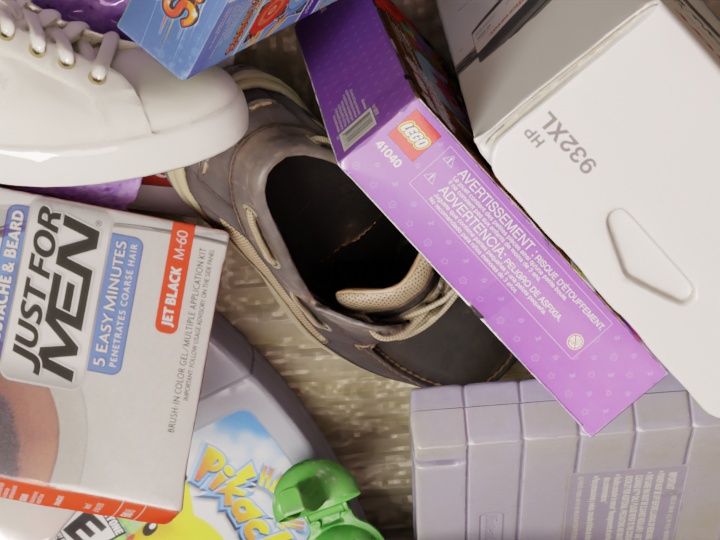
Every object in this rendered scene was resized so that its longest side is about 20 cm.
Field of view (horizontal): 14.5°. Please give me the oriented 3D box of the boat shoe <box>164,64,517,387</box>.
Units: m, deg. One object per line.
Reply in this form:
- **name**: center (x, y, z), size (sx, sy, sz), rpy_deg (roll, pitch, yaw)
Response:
- **boat shoe**: center (0.000, 0.000, 1.103), size (0.075, 0.073, 0.200), rpy_deg (-49, 130, 4)

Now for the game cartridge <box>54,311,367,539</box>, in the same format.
- **game cartridge**: center (-0.070, 0.110, 1.197), size (0.133, 0.040, 0.200), rpy_deg (-28, 110, 6)

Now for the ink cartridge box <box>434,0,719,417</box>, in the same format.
- **ink cartridge box**: center (0.109, -0.051, 1.045), size (0.084, 0.200, 0.145), rpy_deg (-40, 108, 11)

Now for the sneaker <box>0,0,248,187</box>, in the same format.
- **sneaker**: center (-0.138, -0.082, 1.001), size (0.200, 0.073, 0.085), rpy_deg (5, 115, -1)

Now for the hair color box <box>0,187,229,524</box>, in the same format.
- **hair color box**: center (-0.158, 0.024, 1.063), size (0.200, 0.064, 0.111), rpy_deg (10, 78, -6)

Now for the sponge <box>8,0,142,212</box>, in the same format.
- **sponge**: center (-0.114, -0.127, 1.039), size (0.112, 0.030, 0.200), rpy_deg (14, 112, -7)

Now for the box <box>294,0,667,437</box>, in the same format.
- **box**: center (0.040, -0.031, 1.052), size (0.039, 0.200, 0.137), rpy_deg (-40, 108, 8)

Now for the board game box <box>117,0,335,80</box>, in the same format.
- **board game box**: center (0.002, -0.168, 0.985), size (0.034, 0.135, 0.200), rpy_deg (39, 123, 11)

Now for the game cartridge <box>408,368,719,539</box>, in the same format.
- **game cartridge**: center (0.085, 0.087, 1.128), size (0.130, 0.038, 0.200), rpy_deg (-8, 157, -2)

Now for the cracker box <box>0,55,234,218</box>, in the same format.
- **cracker box**: center (-0.109, -0.127, 1.085), size (0.134, 0.058, 0.200), rpy_deg (7, 113, -4)

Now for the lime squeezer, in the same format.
- **lime squeezer**: center (-0.004, 0.119, 1.153), size (0.038, 0.071, 0.200), rpy_deg (-32, 141, -7)

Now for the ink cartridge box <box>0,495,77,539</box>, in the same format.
- **ink cartridge box**: center (-0.199, 0.074, 1.095), size (0.161, 0.050, 0.200), rpy_deg (40, 66, -1)
